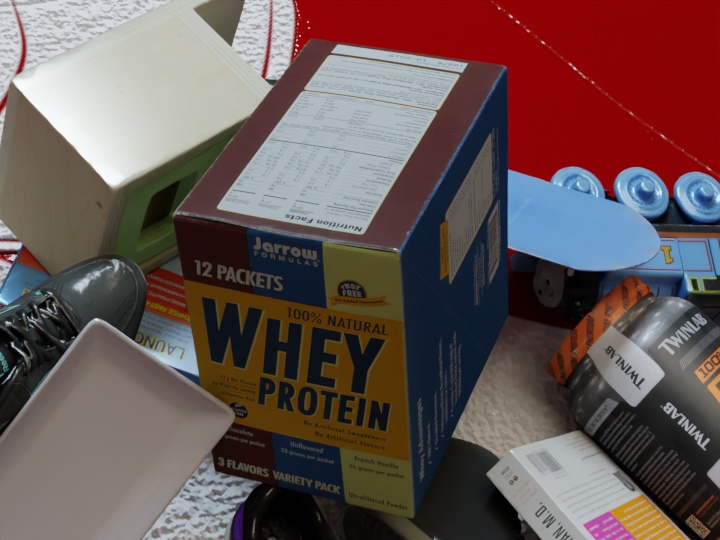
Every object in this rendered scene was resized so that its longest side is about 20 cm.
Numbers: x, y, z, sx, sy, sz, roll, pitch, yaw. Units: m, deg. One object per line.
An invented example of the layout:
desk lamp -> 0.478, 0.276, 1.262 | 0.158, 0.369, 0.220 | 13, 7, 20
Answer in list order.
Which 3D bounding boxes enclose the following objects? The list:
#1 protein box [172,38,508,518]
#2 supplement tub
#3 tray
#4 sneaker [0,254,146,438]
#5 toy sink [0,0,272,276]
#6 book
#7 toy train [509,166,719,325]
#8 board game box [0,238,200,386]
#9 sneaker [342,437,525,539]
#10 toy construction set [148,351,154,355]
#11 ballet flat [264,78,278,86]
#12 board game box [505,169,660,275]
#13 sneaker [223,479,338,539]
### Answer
protein box -> 0.000, 0.000, 0.943 | 0.134, 0.199, 0.200 | 10, 40, 19
supplement tub -> 0.235, 0.105, 1.098 | 0.200, 0.123, 0.122 | 44, 52, 14
tray -> -0.174, 0.130, 0.901 | 0.107, 0.200, 0.022 | 37, 3, -24
sneaker -> -0.197, 0.056, 0.899 | 0.075, 0.079, 0.200 | 45, 62, 2
toy sink -> -0.129, -0.087, 1.031 | 0.112, 0.131, 0.200 | 44, 51, 15
book -> 0.181, 0.193, 1.017 | 0.200, 0.048, 0.133 | 49, 20, 19
toy train -> 0.214, -0.015, 1.206 | 0.199, 0.087, 0.115 | 1, 62, -17
board game box -> -0.132, -0.002, 1.087 | 0.199, 0.056, 0.196 | 21, 51, -4
sneaker -> 0.095, 0.192, 1.012 | 0.200, 0.075, 0.106 | 41, 51, 13
toy construction set -> -0.239, 0.076, 0.965 | 0.199, 0.092, 0.132 | 21, 65, 2
ballet flat -> -0.032, -0.105, 1.216 | 0.199, 0.057, 0.067 | 12, 79, -5
board game box -> 0.111, -0.026, 1.101 | 0.199, 0.039, 0.158 | 18, 23, 14
sneaker -> -0.034, 0.215, 0.928 | 0.069, 0.100, 0.201 | -7, 61, -24
